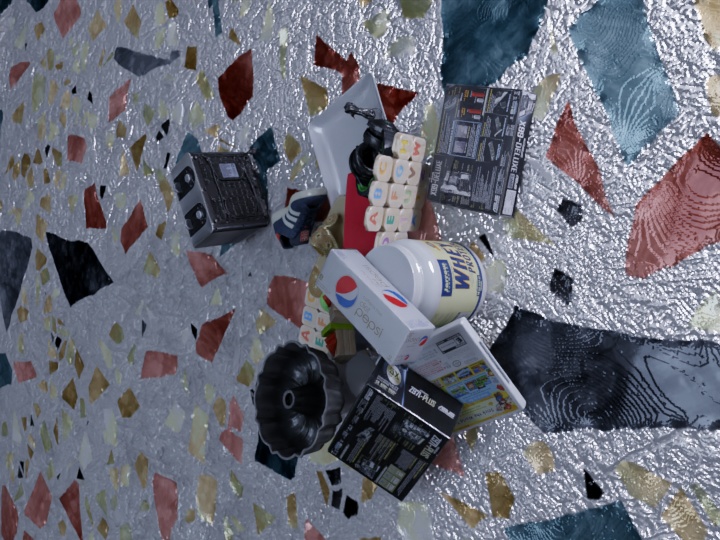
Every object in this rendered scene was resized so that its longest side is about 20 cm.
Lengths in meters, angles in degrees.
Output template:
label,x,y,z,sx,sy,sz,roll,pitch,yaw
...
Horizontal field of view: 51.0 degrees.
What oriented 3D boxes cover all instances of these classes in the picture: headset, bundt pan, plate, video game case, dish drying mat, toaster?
label,x,y,z,sx,sy,sz,roll,pitch,yaw
headset,0.013,-0.222,1.342,0.124,0.092,0.203,124,154,-43
bundt pan,-0.101,0.231,1.342,0.199,0.075,0.208,-11,74,43
plate,-0.009,-0.244,1.467,0.198,0.032,0.205,-32,69,39
video game case,0.147,0.186,1.260,0.198,0.023,0.183,-29,103,38
dish drying mat,0.005,-0.085,1.386,0.075,0.018,0.206,-4,75,21
toaster,-0.301,-0.159,1.644,0.117,0.198,0.185,-26,80,41

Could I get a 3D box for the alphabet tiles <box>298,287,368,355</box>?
label,x,y,z,sx,sy,sz,roll,pitch,yaw
alphabet tiles,-0.053,0.112,1.515,0.193,0.014,0.206,17,102,42

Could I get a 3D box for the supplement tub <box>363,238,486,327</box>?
label,x,y,z,sx,sy,sz,roll,pitch,yaw
supplement tub,0.102,0.023,1.248,0.143,0.197,0.149,0,89,41

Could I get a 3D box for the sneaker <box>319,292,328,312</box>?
label,x,y,z,sx,sy,sz,roll,pitch,yaw
sneaker,0.000,0.000,1.435,0.083,0.077,0.203,32,102,3

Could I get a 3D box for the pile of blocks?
label,x,y,z,sx,sy,sz,roll,pitch,yaw
pile of blocks,-0.044,0.062,1.327,0.082,0.061,0.206,179,95,-66

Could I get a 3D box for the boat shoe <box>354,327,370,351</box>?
label,x,y,z,sx,sy,sz,roll,pitch,yaw
boat shoe,-0.003,0.087,1.388,0.201,0.072,0.070,105,154,-59

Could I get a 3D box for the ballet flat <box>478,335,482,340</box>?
label,x,y,z,sx,sy,sz,roll,pitch,yaw
ballet flat,0.151,0.174,1.306,0.063,0.067,0.199,51,130,-3

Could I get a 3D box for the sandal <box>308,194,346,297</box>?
label,x,y,z,sx,sy,sz,roll,pitch,yaw
sandal,-0.071,-0.041,1.466,0.077,0.069,0.216,33,115,33

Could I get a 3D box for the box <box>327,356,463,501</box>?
label,x,y,z,sx,sy,sz,roll,pitch,yaw
box,0.057,0.269,1.290,0.162,0.086,0.202,31,129,5

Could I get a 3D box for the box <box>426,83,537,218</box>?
label,x,y,z,sx,sy,sz,roll,pitch,yaw
box,0.199,-0.202,1.262,0.155,0.049,0.206,16,100,42

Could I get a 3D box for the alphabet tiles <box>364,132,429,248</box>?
label,x,y,z,sx,sy,sz,roll,pitch,yaw
alphabet tiles,0.068,-0.127,1.284,0.014,0.194,0.206,15,99,29

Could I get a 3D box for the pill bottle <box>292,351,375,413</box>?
label,x,y,z,sx,sy,sz,roll,pitch,yaw
pill bottle,-0.066,0.219,1.443,0.197,0.113,0.117,-21,76,40

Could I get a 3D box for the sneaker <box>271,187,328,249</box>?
label,x,y,z,sx,sy,sz,roll,pitch,yaw
sneaker,-0.115,-0.101,1.528,0.199,0.073,0.087,-33,69,58

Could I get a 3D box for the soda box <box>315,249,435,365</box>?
label,x,y,z,sx,sy,sz,roll,pitch,yaw
soda box,0.018,0.052,1.148,0.200,0.063,0.069,45,118,33
